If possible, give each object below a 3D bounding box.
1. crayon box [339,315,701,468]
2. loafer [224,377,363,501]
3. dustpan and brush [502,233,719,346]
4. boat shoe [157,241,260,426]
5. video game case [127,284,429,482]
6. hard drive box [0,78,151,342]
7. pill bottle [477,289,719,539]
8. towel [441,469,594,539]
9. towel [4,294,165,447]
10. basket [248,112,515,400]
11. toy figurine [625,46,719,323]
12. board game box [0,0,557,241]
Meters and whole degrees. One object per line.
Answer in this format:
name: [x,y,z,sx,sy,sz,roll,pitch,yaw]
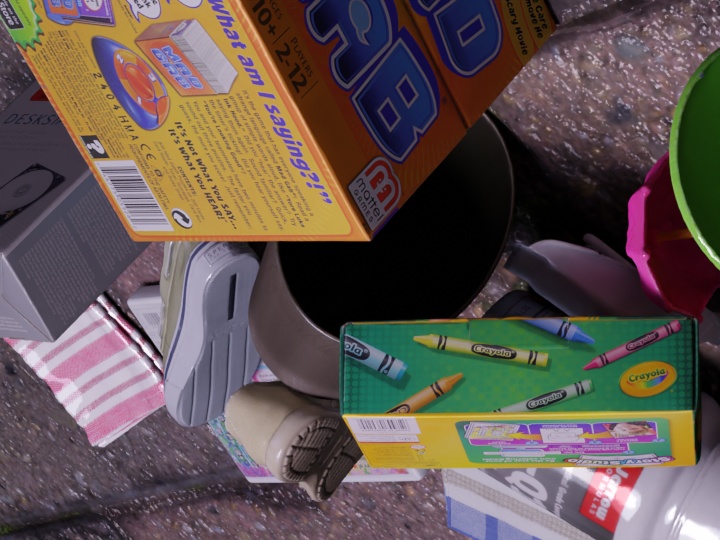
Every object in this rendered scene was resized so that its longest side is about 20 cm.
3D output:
crayon box: [0.094,0.071,1.437,0.198,0.059,0.119,-1,162,8]
loafer: [-0.040,0.107,1.723,0.068,0.076,0.200,39,178,15]
dustpan and brush: [0.185,0.028,1.501,0.199,0.057,0.140,36,175,3]
boat shoe: [-0.109,0.032,1.778,0.062,0.072,0.201,53,149,29]
video game case: [-0.061,0.081,1.852,0.199,0.024,0.183,-6,124,48]
hard drive box: [-0.209,-0.047,1.697,0.155,0.200,0.077,3,131,43]
pill bottle: [0.154,0.107,1.575,0.199,0.114,0.114,30,145,18]
towel: [0.117,0.138,1.733,0.146,0.024,0.201,23,144,23]
towel: [-0.239,0.046,1.989,0.200,0.030,0.146,47,146,-6]
basket: [0.000,0.000,1.583,0.135,0.181,0.200,31,156,0]
toy figurine: [0.227,-0.025,1.375,0.199,0.151,0.184,20,163,-10]
board game box: [-0.052,-0.155,1.413,0.199,0.200,0.201,1,129,45]
